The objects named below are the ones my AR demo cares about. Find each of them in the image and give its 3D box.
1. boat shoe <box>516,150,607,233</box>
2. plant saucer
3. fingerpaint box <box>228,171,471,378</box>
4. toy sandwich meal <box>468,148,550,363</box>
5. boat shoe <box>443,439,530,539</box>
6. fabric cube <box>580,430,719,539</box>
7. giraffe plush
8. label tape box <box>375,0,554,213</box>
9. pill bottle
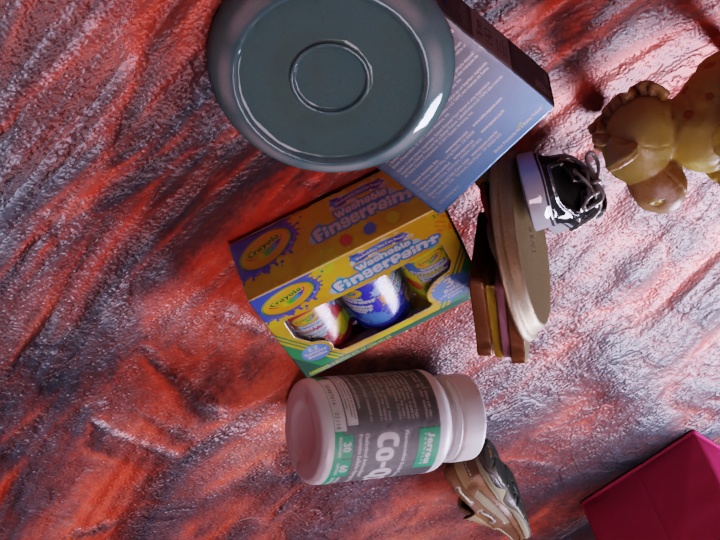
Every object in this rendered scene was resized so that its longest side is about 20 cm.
[{"bbox_3d":[0.191,-0.071,1.428,0.067,0.074,0.199,-15,167,15],"label":"boat shoe"},{"bbox_3d":[-0.024,-0.157,1.230,0.198,0.028,0.202,1,126,1],"label":"plant saucer"},{"bbox_3d":[0.000,0.000,1.479,0.198,0.074,0.167,-26,145,4],"label":"fingerpaint box"},{"bbox_3d":[0.127,-0.019,1.443,0.070,0.207,0.206,-9,148,16],"label":"toy sandwich meal"},{"bbox_3d":[0.156,0.279,1.944,0.073,0.076,0.201,-22,137,9],"label":"boat shoe"},{"bbox_3d":[0.451,0.371,2.109,0.199,0.201,0.196,-37,143,20],"label":"fabric cube"},{"bbox_3d":[0.294,-0.117,1.407,0.161,0.202,0.173,-20,170,6],"label":"giraffe plush"},{"bbox_3d":[0.039,-0.160,1.282,0.199,0.064,0.144,36,119,-22],"label":"label tape box"},{"bbox_3d":[0.028,0.165,1.680,0.198,0.114,0.114,-3,141,-25],"label":"pill bottle"}]
